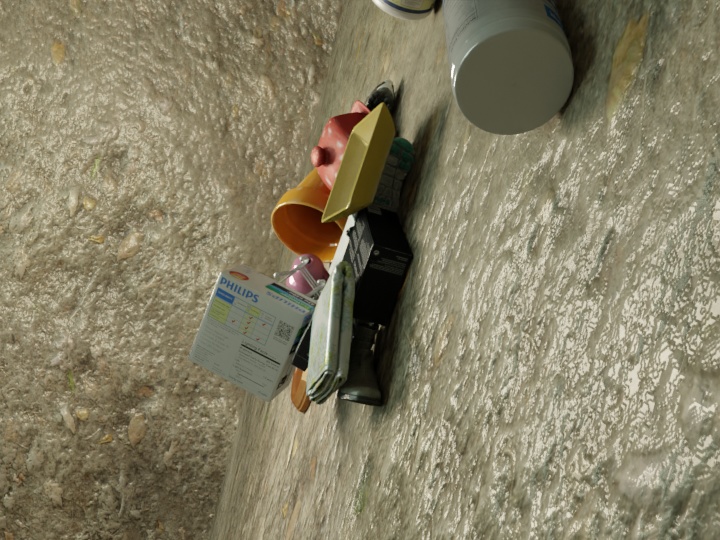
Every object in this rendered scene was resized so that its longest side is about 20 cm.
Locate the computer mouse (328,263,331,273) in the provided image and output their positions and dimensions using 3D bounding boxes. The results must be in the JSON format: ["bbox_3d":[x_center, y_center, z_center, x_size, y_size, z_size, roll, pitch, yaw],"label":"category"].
[{"bbox_3d":[-0.074,-0.004,1.984,0.200,0.034,0.059,127,153,-65],"label":"computer mouse"}]

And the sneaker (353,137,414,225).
[{"bbox_3d":[0.046,-0.163,1.511,0.091,0.077,0.201,-97,32,-70],"label":"sneaker"}]

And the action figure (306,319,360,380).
[{"bbox_3d":[-0.042,0.170,1.543,0.200,0.069,0.131,131,156,-60],"label":"action figure"}]

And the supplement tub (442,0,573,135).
[{"bbox_3d":[0.161,-0.261,0.888,0.201,0.130,0.133,-90,18,-46],"label":"supplement tub"}]

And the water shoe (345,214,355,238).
[{"bbox_3d":[0.022,-0.151,1.571,0.071,0.078,0.202,147,136,-73],"label":"water shoe"}]

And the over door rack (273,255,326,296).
[{"bbox_3d":[-0.154,0.084,1.691,0.199,0.148,0.067,-39,-17,4],"label":"over door rack"}]

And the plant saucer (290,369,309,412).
[{"bbox_3d":[-0.140,0.256,1.998,0.200,0.037,0.203,-166,90,-78],"label":"plant saucer"}]

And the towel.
[{"bbox_3d":[-0.048,0.109,1.332,0.171,0.048,0.202,124,153,-61],"label":"towel"}]

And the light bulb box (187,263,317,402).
[{"bbox_3d":[-0.213,0.123,1.603,0.202,0.197,0.125,-66,-9,14],"label":"light bulb box"}]

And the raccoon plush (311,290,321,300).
[{"bbox_3d":[-0.114,0.079,1.801,0.200,0.132,0.098,-67,-28,-64],"label":"raccoon plush"}]

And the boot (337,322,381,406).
[{"bbox_3d":[0.002,0.152,1.338,0.200,0.067,0.132,-170,93,-80],"label":"boot"}]

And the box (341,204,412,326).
[{"bbox_3d":[0.023,-0.015,1.409,0.200,0.078,0.142,-102,31,-64],"label":"box"}]

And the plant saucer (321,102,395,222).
[{"bbox_3d":[0.002,-0.184,1.445,0.200,0.048,0.202,166,124,-73],"label":"plant saucer"}]

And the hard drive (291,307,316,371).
[{"bbox_3d":[-0.066,0.086,1.554,0.201,0.038,0.140,-65,-5,23],"label":"hard drive"}]

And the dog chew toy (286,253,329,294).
[{"bbox_3d":[-0.126,0.035,1.898,0.201,0.123,0.126,93,-178,-55],"label":"dog chew toy"}]

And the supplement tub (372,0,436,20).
[{"bbox_3d":[0.106,-0.609,1.530,0.201,0.143,0.146,116,163,-47],"label":"supplement tub"}]

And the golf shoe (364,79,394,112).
[{"bbox_3d":[0.032,-0.349,1.806,0.200,0.077,0.095,-52,15,50],"label":"golf shoe"}]

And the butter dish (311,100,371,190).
[{"bbox_3d":[-0.038,-0.244,1.702,0.201,0.146,0.201,55,135,40],"label":"butter dish"}]

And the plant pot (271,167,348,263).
[{"bbox_3d":[-0.087,-0.153,1.885,0.184,0.199,0.201,-65,3,-36],"label":"plant pot"}]

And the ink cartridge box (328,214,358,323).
[{"bbox_3d":[0.000,0.000,1.646,0.201,0.050,0.163,63,140,46],"label":"ink cartridge box"}]
